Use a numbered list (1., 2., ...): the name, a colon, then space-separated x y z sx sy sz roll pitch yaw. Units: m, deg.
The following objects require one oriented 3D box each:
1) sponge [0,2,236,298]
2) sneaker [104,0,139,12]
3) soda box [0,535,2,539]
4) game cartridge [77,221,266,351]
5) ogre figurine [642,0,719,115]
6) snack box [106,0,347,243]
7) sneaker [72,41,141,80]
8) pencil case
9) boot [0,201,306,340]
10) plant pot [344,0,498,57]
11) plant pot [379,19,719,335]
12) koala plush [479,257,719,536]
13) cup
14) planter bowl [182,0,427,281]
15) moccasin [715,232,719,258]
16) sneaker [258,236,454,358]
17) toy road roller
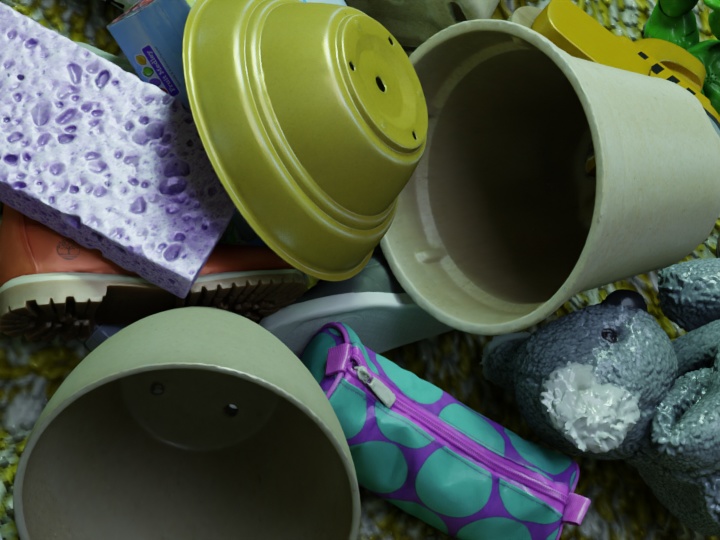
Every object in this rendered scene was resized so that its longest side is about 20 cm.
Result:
1. sponge: -0.168 -0.076 1.416 0.199 0.030 0.112 28 61 1
2. sneaker: -0.186 -0.217 1.589 0.080 0.074 0.200 -42 90 -15
3. soda box: -0.262 0.124 1.335 0.068 0.063 0.201 -10 69 -34
4. game cartridge: -0.134 -0.029 1.522 0.130 0.038 0.200 40 50 1
5. ogre figurine: 0.292 -0.160 1.791 0.200 0.120 0.098 37 55 -4
6. snack box: -0.064 -0.136 1.536 0.169 0.068 0.200 58 29 -11
7. sneaker: -0.217 -0.118 1.496 0.199 0.074 0.079 15 36 -7
8. pencil case: 0.045 0.116 1.499 0.200 0.092 0.085 30 63 -15
9. boot: -0.132 -0.017 1.449 0.199 0.075 0.108 2 63 -22
10. plant pot: 0.051 -0.263 1.670 0.200 0.200 0.184 27 63 -14
11. plant pot: 0.138 -0.064 1.532 0.183 0.200 0.201 -5 65 -46
12. koala plush: 0.190 0.085 1.562 0.199 0.177 0.185 8 102 -21
13. cup: -0.099 0.101 1.382 0.200 0.201 0.143 27 28 -14
14. planter bowl: -0.016 -0.101 1.430 0.200 0.083 0.201 39 39 -40
15. moccasin: 0.358 0.021 1.749 0.201 0.078 0.074 35 51 -8
16. sneaker: 0.000 0.000 1.565 0.199 0.071 0.099 -13 60 -32
17. toy road roller: 0.178 -0.123 1.708 0.200 0.123 0.146 36 37 -9
